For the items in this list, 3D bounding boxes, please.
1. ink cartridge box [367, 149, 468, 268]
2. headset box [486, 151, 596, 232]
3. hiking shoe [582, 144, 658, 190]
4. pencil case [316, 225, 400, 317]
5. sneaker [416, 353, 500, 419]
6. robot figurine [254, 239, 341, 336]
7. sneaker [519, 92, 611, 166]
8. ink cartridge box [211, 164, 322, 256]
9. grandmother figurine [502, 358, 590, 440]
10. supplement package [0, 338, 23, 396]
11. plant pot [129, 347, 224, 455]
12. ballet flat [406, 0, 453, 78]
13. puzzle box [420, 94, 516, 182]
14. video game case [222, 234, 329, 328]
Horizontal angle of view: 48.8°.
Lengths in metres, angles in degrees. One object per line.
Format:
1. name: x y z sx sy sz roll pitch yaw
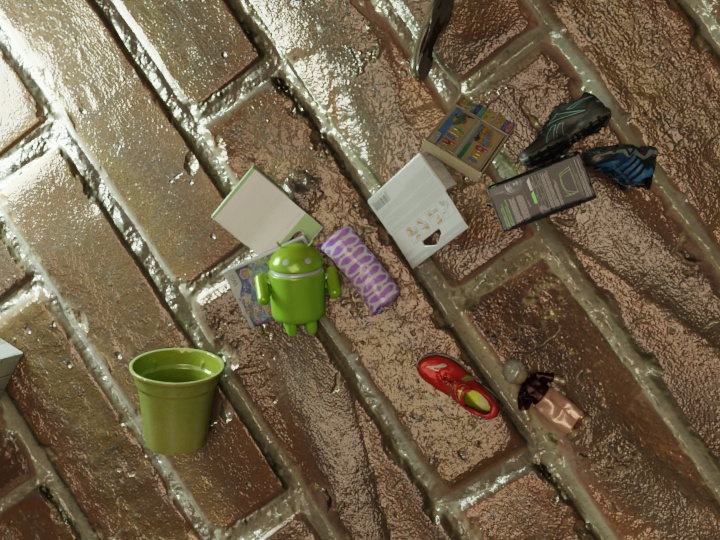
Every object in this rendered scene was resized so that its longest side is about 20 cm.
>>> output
1. ink cartridge box: 0.124 -0.123 1.615 0.176 0.045 0.200 56 140 4
2. headset box: 0.347 -0.154 1.563 0.200 0.174 0.093 -21 94 15
3. hiking shoe: 0.512 -0.200 1.547 0.200 0.074 0.087 -4 95 -32
4. pencil case: 0.000 0.000 1.684 0.085 0.084 0.200 -39 84 32
5. sneaker: 0.207 0.241 1.655 0.200 0.085 0.077 31 96 7
6. robot figurine: -0.131 0.034 1.655 0.175 0.116 0.201 -5 107 -10
7. sneaker: 0.407 -0.285 1.618 0.200 0.075 0.079 -32 65 10
8. ink cartridge box: -0.201 -0.109 1.727 0.200 0.048 0.146 40 98 -10
9. grandmother figurine: 0.374 0.262 1.647 0.200 0.061 0.121 43 71 8
10. supplement package: -0.893 0.251 1.816 0.121 0.120 0.200 31 97 5
11. plant pot: -0.396 0.289 1.716 0.200 0.200 0.185 6 105 9
12. ballet flat: 0.142 -0.499 1.652 0.046 0.067 0.201 25 101 40
13. puzzle box: 0.220 -0.268 1.591 0.133 0.200 0.025 32 139 6
14. video game case: -0.179 0.026 1.726 0.200 0.018 0.143 -23 104 10
